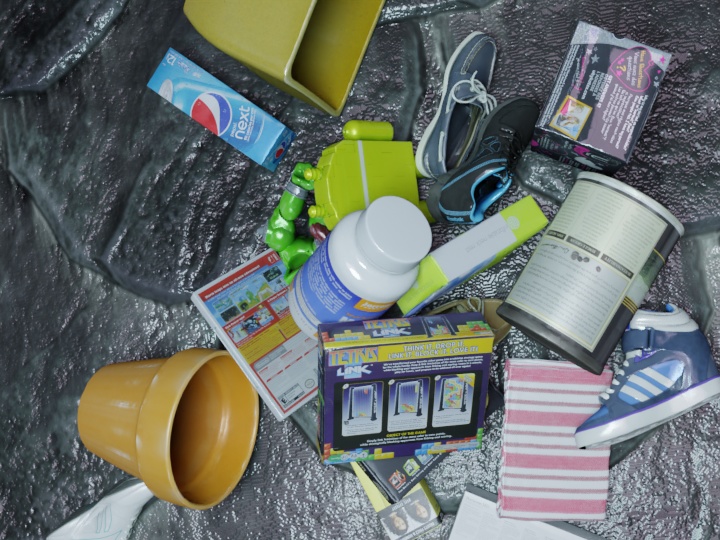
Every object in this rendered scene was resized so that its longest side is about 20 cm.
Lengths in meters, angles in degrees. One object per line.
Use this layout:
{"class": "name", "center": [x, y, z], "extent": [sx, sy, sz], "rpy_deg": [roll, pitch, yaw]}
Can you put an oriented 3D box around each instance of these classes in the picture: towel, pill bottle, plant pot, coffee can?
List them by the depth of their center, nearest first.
{"class": "pill bottle", "center": [0.000, 0.000, 1.007], "extent": [0.111, 0.200, 0.113], "rpy_deg": [13, 59, -22]}
{"class": "coffee can", "center": [0.277, 0.004, 1.056], "extent": [0.146, 0.146, 0.201], "rpy_deg": [31, 89, 9]}
{"class": "towel", "center": [0.247, 0.216, 1.107], "extent": [0.145, 0.030, 0.202], "rpy_deg": [5, 86, -8]}
{"class": "plant pot", "center": [-0.108, -0.341, 1.122], "extent": [0.198, 0.195, 0.196], "rpy_deg": [23, 93, 18]}
{"class": "plant pot", "center": [-0.263, 0.196, 1.151], "extent": [0.181, 0.200, 0.203], "rpy_deg": [5, 90, 26]}

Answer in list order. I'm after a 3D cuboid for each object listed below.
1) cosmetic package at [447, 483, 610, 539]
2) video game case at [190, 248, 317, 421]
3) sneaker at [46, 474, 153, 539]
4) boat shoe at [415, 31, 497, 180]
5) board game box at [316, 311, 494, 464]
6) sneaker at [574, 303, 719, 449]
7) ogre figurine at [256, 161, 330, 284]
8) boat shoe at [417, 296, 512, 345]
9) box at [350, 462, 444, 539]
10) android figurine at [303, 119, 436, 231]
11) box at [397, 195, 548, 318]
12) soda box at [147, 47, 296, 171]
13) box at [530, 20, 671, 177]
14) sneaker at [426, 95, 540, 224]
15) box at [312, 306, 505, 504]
{"class": "cosmetic package", "center": [0.217, 0.353, 1.121], "extent": [0.198, 0.051, 0.083], "rpy_deg": [20, 95, 10]}
{"class": "video game case", "center": [-0.112, 0.081, 1.154], "extent": [0.143, 0.017, 0.201], "rpy_deg": [-32, 82, -37]}
{"class": "sneaker", "center": [-0.342, 0.348, 1.220], "extent": [0.199, 0.070, 0.081], "rpy_deg": [-35, 93, 14]}
{"class": "boat shoe", "center": [0.134, -0.211, 1.116], "extent": [0.062, 0.075, 0.202], "rpy_deg": [20, 83, 54]}
{"class": "board game box", "center": [0.048, 0.138, 1.020], "extent": [0.198, 0.057, 0.167], "rpy_deg": [-3, 117, -11]}
{"class": "sneaker", "center": [0.336, 0.123, 1.085], "extent": [0.198, 0.081, 0.148], "rpy_deg": [-25, 68, 6]}
{"class": "ogre figurine", "center": [-0.051, -0.034, 1.146], "extent": [0.119, 0.098, 0.200], "rpy_deg": [-35, 126, 12]}
{"class": "boat shoe", "center": [0.111, 0.076, 1.094], "extent": [0.199, 0.063, 0.074], "rpy_deg": [-11, 73, -18]}
{"class": "box", "center": [0.032, 0.257, 1.154], "extent": [0.075, 0.050, 0.201], "rpy_deg": [-28, 83, 7]}
{"class": "android figurine", "center": [0.016, -0.101, 1.106], "extent": [0.041, 0.198, 0.184], "rpy_deg": [-10, 88, 53]}
{"class": "box", "center": [0.124, -0.011, 1.059], "extent": [0.199, 0.122, 0.048], "rpy_deg": [-29, 81, -30]}
{"class": "soda box", "center": [-0.189, -0.219, 1.192], "extent": [0.199, 0.068, 0.064], "rpy_deg": [34, 95, 9]}
{"class": "box", "center": [0.282, -0.196, 1.039], "extent": [0.114, 0.200, 0.133], "rpy_deg": [23, 94, 8]}
{"class": "sneaker", "center": [0.171, -0.131, 1.077], "extent": [0.201, 0.082, 0.073], "rpy_deg": [-52, 124, -12]}
{"class": "box", "center": [0.063, 0.171, 1.117], "extent": [0.199, 0.049, 0.162], "rpy_deg": [-38, 80, -17]}
